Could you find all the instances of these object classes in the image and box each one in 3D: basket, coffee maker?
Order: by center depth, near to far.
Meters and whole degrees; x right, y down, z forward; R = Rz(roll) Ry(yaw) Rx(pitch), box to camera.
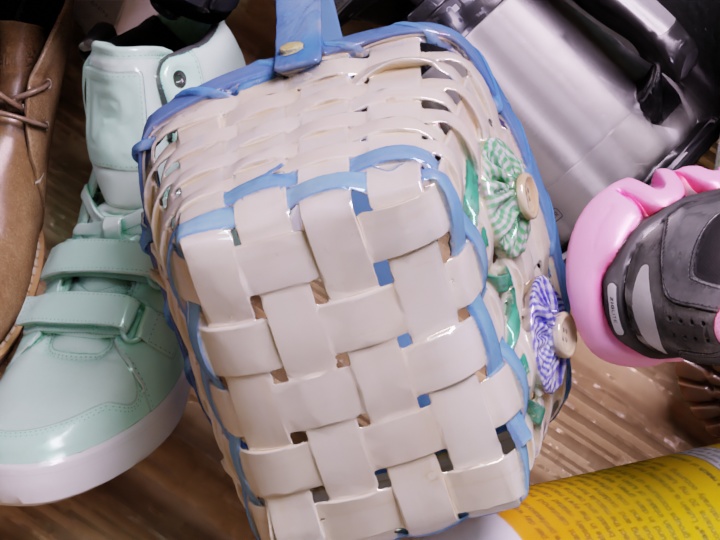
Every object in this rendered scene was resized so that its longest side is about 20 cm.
[{"bbox_3d":[0.000,0.000,0.917,0.138,0.177,0.200,-16,24,2],"label":"basket"},{"bbox_3d":[0.065,-0.124,1.075,0.200,0.135,0.192,47,34,-4],"label":"coffee maker"}]

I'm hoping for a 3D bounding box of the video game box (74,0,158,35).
[{"bbox_3d":[-0.098,-0.207,1.134,0.182,0.047,0.200,45,53,9],"label":"video game box"}]

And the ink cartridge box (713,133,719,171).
[{"bbox_3d":[0.182,-0.097,1.013,0.048,0.201,0.145,19,34,22],"label":"ink cartridge box"}]

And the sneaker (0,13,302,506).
[{"bbox_3d":[-0.094,-0.014,0.945,0.073,0.119,0.201,2,37,28],"label":"sneaker"}]

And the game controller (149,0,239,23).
[{"bbox_3d":[-0.097,-0.164,1.006,0.104,0.042,0.201,18,30,-21],"label":"game controller"}]

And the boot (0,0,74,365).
[{"bbox_3d":[-0.142,-0.053,0.990,0.073,0.076,0.201,15,54,-13],"label":"boot"}]

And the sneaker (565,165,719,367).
[{"bbox_3d":[0.170,-0.015,0.883,0.199,0.095,0.080,-25,106,-22],"label":"sneaker"}]

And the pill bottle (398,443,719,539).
[{"bbox_3d":[0.072,0.128,0.923,0.199,0.111,0.112,-9,61,-27],"label":"pill bottle"}]

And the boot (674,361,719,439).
[{"bbox_3d":[0.216,0.041,1.074,0.199,0.075,0.108,20,45,-15],"label":"boot"}]
